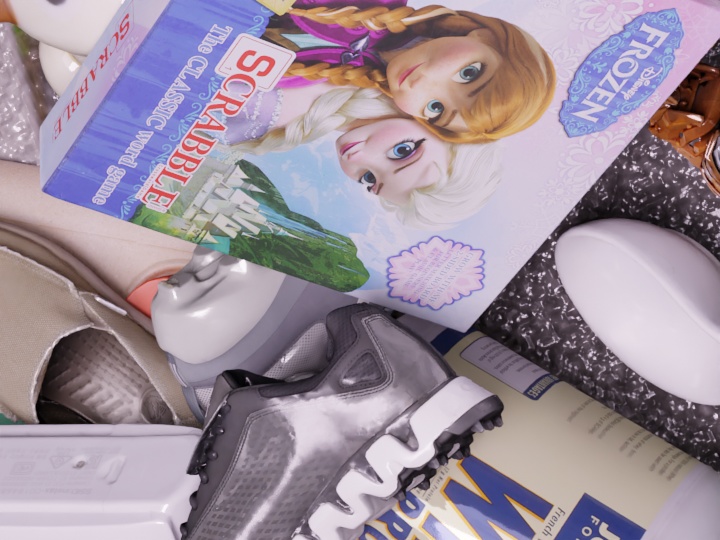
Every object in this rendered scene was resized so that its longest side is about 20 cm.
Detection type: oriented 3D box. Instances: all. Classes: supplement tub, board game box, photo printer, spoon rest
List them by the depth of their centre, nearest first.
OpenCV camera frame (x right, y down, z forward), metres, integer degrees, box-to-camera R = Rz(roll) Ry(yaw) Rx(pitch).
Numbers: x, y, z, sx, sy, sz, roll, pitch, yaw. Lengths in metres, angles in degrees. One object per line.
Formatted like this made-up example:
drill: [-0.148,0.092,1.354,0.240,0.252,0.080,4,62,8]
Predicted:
board game box: [0.007,-0.076,1.086,0.199,0.041,0.200,18,132,-25]
spoon rest: [0.152,0.020,1.180,0.061,0.200,0.099,-45,114,-26]
supplement tub: [0.074,0.122,1.207,0.200,0.145,0.145,30,98,13]
photo printer: [-0.115,0.160,1.254,0.166,0.069,0.200,-1,130,22]

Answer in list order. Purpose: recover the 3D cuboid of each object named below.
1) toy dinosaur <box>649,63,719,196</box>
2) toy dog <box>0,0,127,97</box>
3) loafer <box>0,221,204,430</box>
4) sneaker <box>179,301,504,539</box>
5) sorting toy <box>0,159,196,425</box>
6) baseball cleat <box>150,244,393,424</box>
toy dinosaur: [0.180,-0.054,1.164,0.200,0.136,0.102,5,71,-19]
toy dog: [-0.087,-0.137,1.168,0.139,0.200,0.194,-27,84,13]
loafer: [-0.140,0.035,1.268,0.200,0.068,0.076,26,100,11]
sneaker: [-0.040,0.089,1.133,0.200,0.066,0.091,-43,79,14]
sorting toy: [-0.127,0.057,1.318,0.185,0.036,0.200,10,93,15]
baseball cleat: [0.000,0.000,1.256,0.200,0.070,0.107,-29,118,-15]
